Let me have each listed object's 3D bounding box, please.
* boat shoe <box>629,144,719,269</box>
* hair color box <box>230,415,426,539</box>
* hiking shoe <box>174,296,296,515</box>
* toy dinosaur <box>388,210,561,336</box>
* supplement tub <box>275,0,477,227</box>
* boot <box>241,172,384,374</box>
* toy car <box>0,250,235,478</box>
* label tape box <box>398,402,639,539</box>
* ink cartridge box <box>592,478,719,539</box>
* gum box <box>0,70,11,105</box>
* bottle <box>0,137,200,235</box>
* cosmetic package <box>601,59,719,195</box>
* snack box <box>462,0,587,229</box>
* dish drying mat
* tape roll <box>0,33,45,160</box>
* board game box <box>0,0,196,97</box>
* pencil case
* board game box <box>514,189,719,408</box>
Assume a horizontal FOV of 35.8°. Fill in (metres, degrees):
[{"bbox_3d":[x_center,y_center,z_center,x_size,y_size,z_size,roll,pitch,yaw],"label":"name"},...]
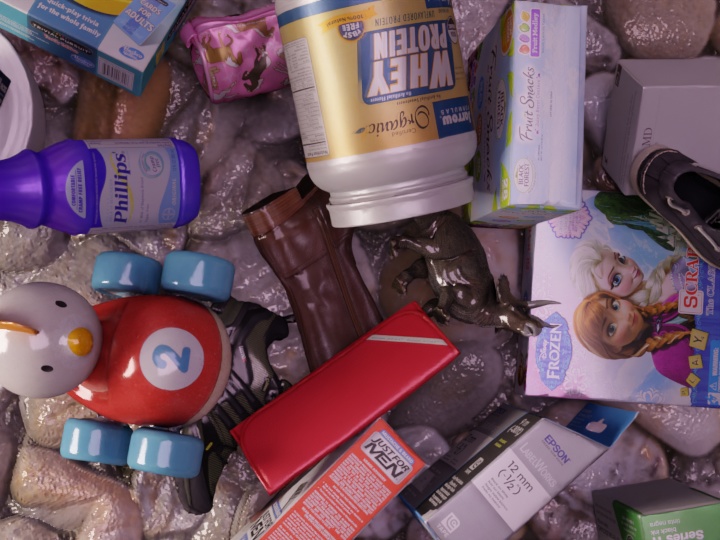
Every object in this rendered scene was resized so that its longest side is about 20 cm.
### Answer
[{"bbox_3d":[0.330,-0.043,1.004,0.200,0.063,0.073,31,96,-22],"label":"boat shoe"},{"bbox_3d":[-0.040,0.215,0.987,0.200,0.111,0.064,-43,93,-7],"label":"hair color box"},{"bbox_3d":[-0.108,0.125,1.000,0.101,0.076,0.200,12,85,-2],"label":"hiking shoe"},{"bbox_3d":[0.082,-0.003,1.023,0.102,0.077,0.200,-27,76,-30],"label":"toy dinosaur"},{"bbox_3d":[0.017,-0.145,0.919,0.145,0.145,0.200,-13,98,-7],"label":"supplement tub"},{"bbox_3d":[0.000,0.000,1.028,0.186,0.064,0.200,-31,104,-28],"label":"boot"},{"bbox_3d":[-0.226,0.062,0.906,0.177,0.200,0.184,0,77,38],"label":"toy car"},{"bbox_3d":[0.136,0.168,0.992,0.200,0.143,0.066,-42,93,-6],"label":"label tape box"},{"bbox_3d":[0.280,0.300,1.001,0.083,0.147,0.200,-8,87,-5],"label":"ink cartridge box"},{"bbox_3d":[-0.345,-0.083,0.866,0.045,0.170,0.200,23,85,-5],"label":"gum box"},{"bbox_3d":[-0.237,-0.072,0.959,0.200,0.065,0.084,-5,98,-36],"label":"bottle"},{"bbox_3d":[0.336,-0.135,1.041,0.200,0.081,0.113,-4,119,-7],"label":"cosmetic package"},{"bbox_3d":[0.139,-0.127,0.978,0.068,0.200,0.169,3,86,-7],"label":"snack box"},{"bbox_3d":[-0.014,0.105,0.958,0.200,0.018,0.077,-35,54,-7],"label":"dish drying mat"},{"bbox_3d":[-0.385,-0.134,0.985,0.202,0.071,0.203,0,87,-7],"label":"tape roll"},{"bbox_3d":[-0.217,-0.273,0.988,0.151,0.047,0.200,26,65,-5],"label":"board game box"},{"bbox_3d":[-0.059,-0.213,1.017,0.200,0.083,0.087,-18,100,-5],"label":"pencil case"},{"bbox_3d":[0.253,0.026,1.063,0.199,0.041,0.200,4,87,-6],"label":"board game box"}]
